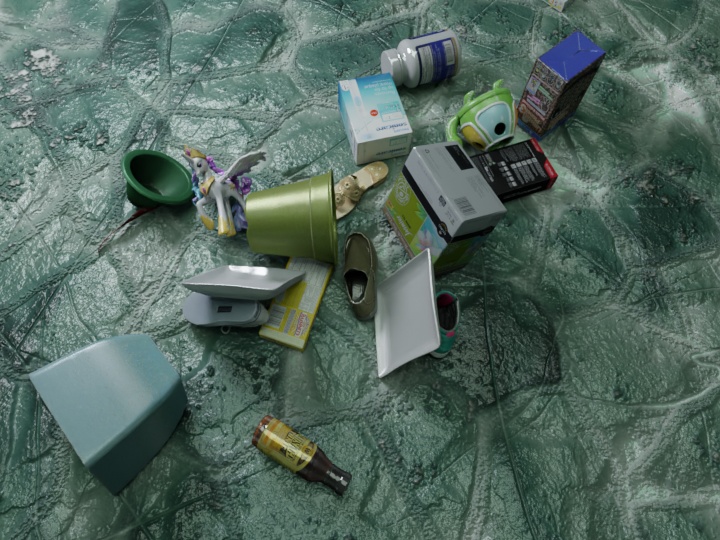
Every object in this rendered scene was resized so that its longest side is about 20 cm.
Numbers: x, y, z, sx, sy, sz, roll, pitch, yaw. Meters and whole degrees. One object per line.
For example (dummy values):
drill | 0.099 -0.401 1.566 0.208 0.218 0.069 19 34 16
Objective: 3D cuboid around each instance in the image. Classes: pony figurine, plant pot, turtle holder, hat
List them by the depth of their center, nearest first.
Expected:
plant pot | -0.426 0.236 0.983 0.198 0.199 0.196 -36 68 -28
plant pot | -0.144 -0.105 1.164 0.183 0.202 0.206 -4 62 0
pony figurine | -0.300 -0.184 1.215 0.163 0.192 0.206 -20 91 32
hat | -0.507 -0.159 1.273 0.196 0.177 0.168 -1 51 -47
turtle holder | 0.303 -0.364 1.345 0.181 0.141 0.135 -20 81 -22

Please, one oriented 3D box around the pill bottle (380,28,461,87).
pill bottle | 0.158 -0.555 1.446 0.194 0.121 0.123 -17 64 -11

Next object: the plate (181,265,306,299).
plate | -0.228 0.025 1.102 0.193 0.199 0.034 4 101 12

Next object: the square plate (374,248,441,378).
square plate | 0.092 0.090 1.088 0.028 0.199 0.204 13 58 -29

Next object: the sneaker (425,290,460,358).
sneaker | 0.139 0.065 1.119 0.082 0.122 0.203 -18 65 -26

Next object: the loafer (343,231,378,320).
loafer | 0.000 0.000 1.173 0.073 0.070 0.206 -15 63 12

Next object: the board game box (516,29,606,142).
board game box | 0.490 -0.456 1.363 0.158 0.202 0.097 -37 70 -19

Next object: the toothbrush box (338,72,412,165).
toothbrush box | 0.032 -0.382 1.372 0.141 0.086 0.206 -11 65 -8

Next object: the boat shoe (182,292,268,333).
boat shoe | -0.271 0.087 1.126 0.195 0.086 0.077 -3 66 25

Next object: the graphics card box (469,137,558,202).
graphics card box | 0.363 -0.238 1.331 0.194 0.051 0.128 -18 65 -12

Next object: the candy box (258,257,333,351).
candy box | -0.135 0.063 1.169 0.099 0.027 0.205 17 63 5

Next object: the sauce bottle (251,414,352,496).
sauce bottle | -0.106 0.342 1.007 0.195 0.067 0.067 27 64 10

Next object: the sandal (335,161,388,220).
sandal | -0.016 -0.206 1.287 0.210 0.070 0.078 -39 70 -20

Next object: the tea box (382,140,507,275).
tea box | 0.171 -0.129 1.171 0.130 0.199 0.203 -14 61 -30
